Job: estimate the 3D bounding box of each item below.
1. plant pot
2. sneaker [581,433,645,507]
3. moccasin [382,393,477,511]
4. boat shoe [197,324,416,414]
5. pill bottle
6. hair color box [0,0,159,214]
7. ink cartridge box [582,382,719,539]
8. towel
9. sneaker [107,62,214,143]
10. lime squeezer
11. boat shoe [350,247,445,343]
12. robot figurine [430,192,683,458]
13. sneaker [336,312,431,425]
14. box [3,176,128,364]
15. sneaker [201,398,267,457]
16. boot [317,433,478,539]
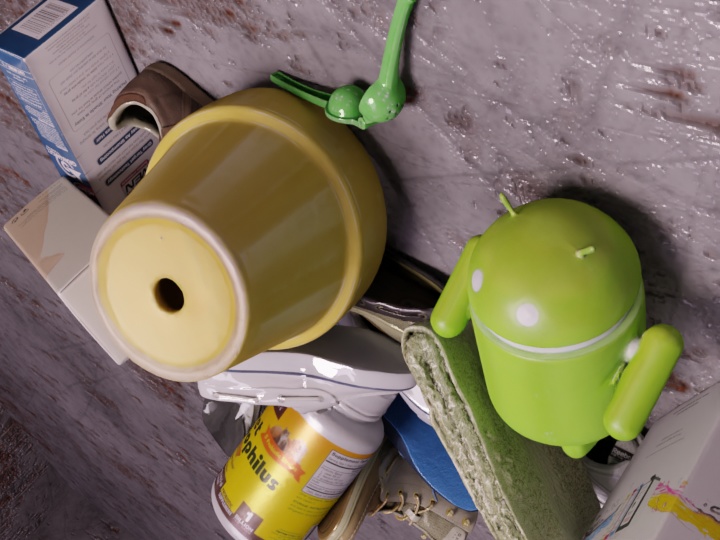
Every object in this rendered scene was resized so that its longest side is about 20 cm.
[{"bbox_3d":[-0.100,-0.017,0.751,0.197,0.189,0.205,9,115,20],"label":"plant pot"},{"bbox_3d":[0.232,0.179,0.810,0.198,0.075,0.082,29,142,23],"label":"sneaker"},{"bbox_3d":[0.065,0.157,1.011,0.201,0.080,0.068,51,172,20],"label":"moccasin"},{"bbox_3d":[-0.045,0.088,0.858,0.195,0.074,0.067,7,116,4],"label":"boat shoe"},{"bbox_3d":[-0.051,0.168,0.953,0.108,0.201,0.110,32,-162,-12],"label":"pill bottle"},{"bbox_3d":[-0.259,-0.155,0.946,0.060,0.100,0.202,24,148,32],"label":"hair color box"},{"bbox_3d":[0.243,0.205,0.680,0.146,0.201,0.145,38,154,5],"label":"ink cartridge box"},{"bbox_3d":[0.113,0.122,0.763,0.036,0.147,0.203,-34,77,31],"label":"towel"},{"bbox_3d":[-0.135,-0.106,0.878,0.198,0.076,0.071,32,152,20],"label":"sneaker"},{"bbox_3d":[-0.008,-0.132,0.708,0.071,0.038,0.199,50,154,-16],"label":"lime squeezer"},{"bbox_3d":[0.000,0.000,0.866,0.197,0.074,0.065,23,145,15],"label":"boat shoe"},{"bbox_3d":[0.135,0.037,0.674,0.174,0.115,0.202,32,153,38],"label":"robot figurine"},{"bbox_3d":[0.053,0.079,0.897,0.198,0.073,0.071,34,156,17],"label":"sneaker"},{"bbox_3d":[-0.243,-0.006,0.897,0.199,0.078,0.096,30,157,55],"label":"box"},{"bbox_3d":[-0.099,0.094,0.996,0.080,0.086,0.201,43,135,14],"label":"sneaker"},{"bbox_3d":[0.046,0.244,1.035,0.154,0.201,0.072,43,124,-7],"label":"boot"}]
